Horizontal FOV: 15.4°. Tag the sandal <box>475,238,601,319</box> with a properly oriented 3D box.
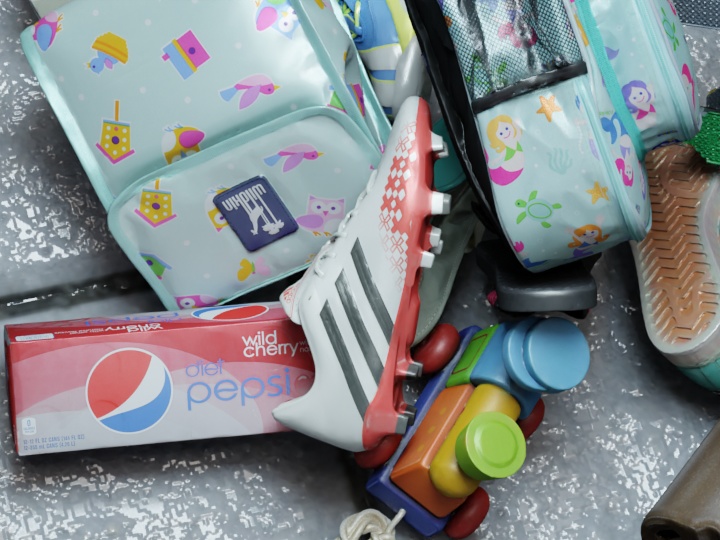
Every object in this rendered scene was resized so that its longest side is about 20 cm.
[{"bbox_3d":[0.105,0.012,1.548,0.075,0.200,0.045,-4,102,4],"label":"sandal"}]

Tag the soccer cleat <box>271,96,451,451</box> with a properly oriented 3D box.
[{"bbox_3d":[0.000,0.000,1.478,0.085,0.069,0.200,9,93,6],"label":"soccer cleat"}]

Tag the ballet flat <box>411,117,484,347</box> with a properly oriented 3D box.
[{"bbox_3d":[0.043,-0.023,1.603,0.067,0.064,0.200,-7,32,29],"label":"ballet flat"}]

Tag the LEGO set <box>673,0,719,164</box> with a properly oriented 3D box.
[{"bbox_3d":[0.173,-0.156,1.615,0.200,0.154,0.116,4,35,24],"label":"LEGO set"}]

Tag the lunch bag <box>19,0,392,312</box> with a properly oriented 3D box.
[{"bbox_3d":[-0.077,-0.087,1.549,0.170,0.122,0.200,-24,90,12],"label":"lunch bag"}]

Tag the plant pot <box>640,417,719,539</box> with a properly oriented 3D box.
[{"bbox_3d":[0.276,0.122,1.506,0.200,0.200,0.198,42,73,12],"label":"plant pot"}]

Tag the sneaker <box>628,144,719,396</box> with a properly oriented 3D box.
[{"bbox_3d":[0.209,-0.005,1.623,0.071,0.080,0.200,-21,43,25],"label":"sneaker"}]

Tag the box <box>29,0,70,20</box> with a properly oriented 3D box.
[{"bbox_3d":[-0.107,-0.206,1.629,0.200,0.068,0.082,-20,55,2],"label":"box"}]

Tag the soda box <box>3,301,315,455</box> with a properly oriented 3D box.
[{"bbox_3d":[-0.103,0.060,1.529,0.200,0.063,0.070,-5,99,-10],"label":"soda box"}]

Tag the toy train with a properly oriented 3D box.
[{"bbox_3d":[0.051,0.113,1.501,0.085,0.116,0.200,39,63,-12],"label":"toy train"}]

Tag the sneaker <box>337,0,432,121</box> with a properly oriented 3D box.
[{"bbox_3d":[-0.010,-0.174,1.673,0.105,0.076,0.200,-4,57,3],"label":"sneaker"}]

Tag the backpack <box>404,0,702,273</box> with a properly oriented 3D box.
[{"bbox_3d":[0.108,-0.104,1.472,0.150,0.178,0.200,-13,92,8],"label":"backpack"}]
